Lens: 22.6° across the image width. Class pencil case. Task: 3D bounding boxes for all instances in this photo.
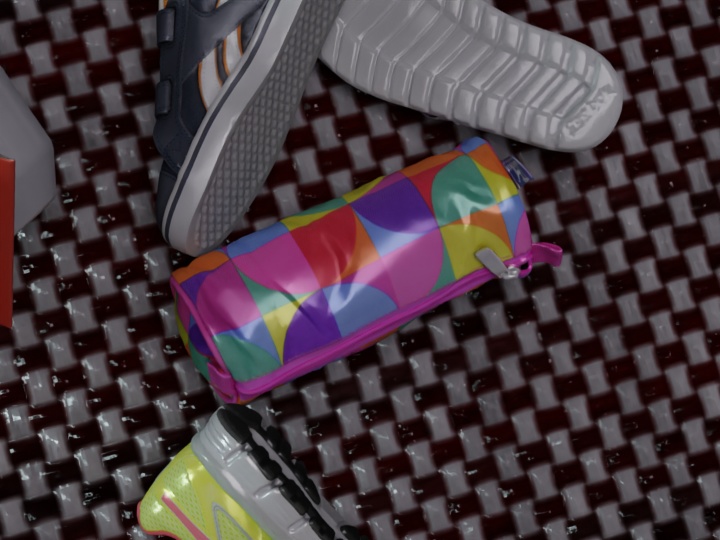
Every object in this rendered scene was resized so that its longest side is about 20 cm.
[{"bbox_3d":[0.000,0.000,0.949,0.200,0.088,0.088,-24,87,-10],"label":"pencil case"}]

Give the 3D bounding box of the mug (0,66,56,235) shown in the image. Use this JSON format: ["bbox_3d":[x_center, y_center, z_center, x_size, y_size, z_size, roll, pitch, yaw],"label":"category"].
[{"bbox_3d":[-0.244,-0.060,0.906,0.153,0.187,0.149,48,44,-10],"label":"mug"}]

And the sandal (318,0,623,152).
[{"bbox_3d":[0.047,-0.120,0.994,0.203,0.050,0.082,30,93,7],"label":"sandal"}]

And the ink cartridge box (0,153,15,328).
[{"bbox_3d":[-0.257,-0.027,0.813,0.200,0.109,0.050,17,42,8],"label":"ink cartridge box"}]

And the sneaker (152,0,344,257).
[{"bbox_3d":[-0.073,-0.108,0.953,0.079,0.078,0.200,22,81,16],"label":"sneaker"}]

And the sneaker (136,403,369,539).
[{"bbox_3d":[-0.038,0.168,0.933,0.090,0.078,0.200,-37,94,10],"label":"sneaker"}]
